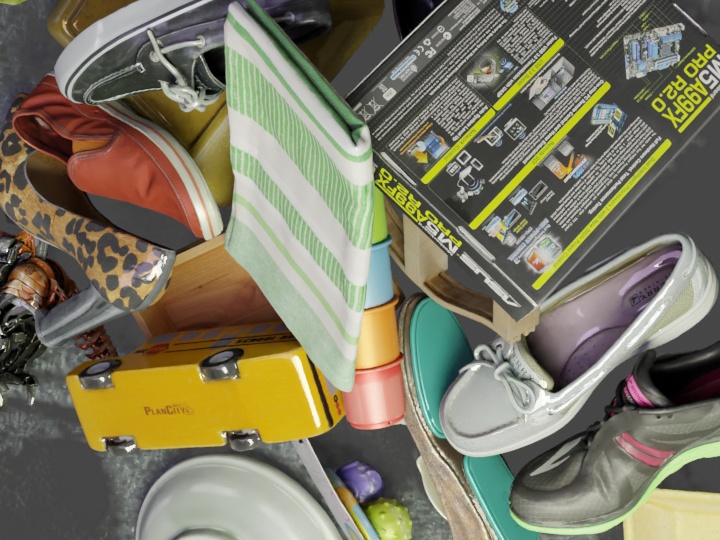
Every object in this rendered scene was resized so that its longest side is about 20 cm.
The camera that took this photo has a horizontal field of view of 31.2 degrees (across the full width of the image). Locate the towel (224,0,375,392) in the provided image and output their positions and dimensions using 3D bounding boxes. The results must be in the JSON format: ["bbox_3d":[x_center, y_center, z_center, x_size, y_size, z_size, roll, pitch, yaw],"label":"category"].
[{"bbox_3d":[-0.041,-0.042,0.769,0.153,0.023,0.201,50,149,34],"label":"towel"}]

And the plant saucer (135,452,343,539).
[{"bbox_3d":[-0.100,0.241,0.990,0.199,0.050,0.201,8,109,24],"label":"plant saucer"}]

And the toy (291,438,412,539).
[{"bbox_3d":[0.016,0.191,0.918,0.047,0.115,0.201,-27,89,-12],"label":"toy"}]

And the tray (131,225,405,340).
[{"bbox_3d":[-0.074,0.014,0.916,0.199,0.037,0.099,-22,101,33],"label":"tray"}]

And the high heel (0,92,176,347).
[{"bbox_3d":[-0.195,-0.057,0.931,0.142,0.071,0.201,-24,74,35],"label":"high heel"}]

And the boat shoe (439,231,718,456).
[{"bbox_3d":[0.129,0.045,0.807,0.202,0.065,0.075,-33,60,14],"label":"boat shoe"}]

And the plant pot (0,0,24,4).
[{"bbox_3d":[-0.280,-0.284,0.873,0.190,0.200,0.200,38,115,0],"label":"plant pot"}]

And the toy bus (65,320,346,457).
[{"bbox_3d":[-0.105,0.080,0.893,0.199,0.078,0.065,-7,110,30],"label":"toy bus"}]

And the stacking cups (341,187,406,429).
[{"bbox_3d":[0.000,0.000,0.825,0.060,0.060,0.201,-3,106,24],"label":"stacking cups"}]

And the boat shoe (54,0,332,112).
[{"bbox_3d":[-0.106,-0.137,0.817,0.199,0.074,0.068,-20,81,18],"label":"boat shoe"}]

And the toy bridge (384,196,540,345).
[{"bbox_3d":[0.042,-0.018,0.843,0.200,0.027,0.067,44,155,34],"label":"toy bridge"}]

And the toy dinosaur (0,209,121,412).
[{"bbox_3d":[-0.269,0.029,0.996,0.200,0.102,0.136,35,99,35],"label":"toy dinosaur"}]

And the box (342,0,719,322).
[{"bbox_3d":[0.103,-0.096,0.750,0.160,0.044,0.200,43,75,3],"label":"box"}]

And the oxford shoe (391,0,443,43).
[{"bbox_3d":[0.066,-0.103,0.819,0.071,0.073,0.201,-24,93,26],"label":"oxford shoe"}]

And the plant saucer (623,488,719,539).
[{"bbox_3d":[0.276,0.231,0.827,0.199,0.048,0.201,1,104,24],"label":"plant saucer"}]

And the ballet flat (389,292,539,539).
[{"bbox_3d":[0.056,0.114,0.888,0.067,0.068,0.201,-16,95,50],"label":"ballet flat"}]

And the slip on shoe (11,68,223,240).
[{"bbox_3d":[-0.165,-0.072,0.875,0.200,0.061,0.074,35,156,30],"label":"slip on shoe"}]

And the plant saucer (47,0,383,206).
[{"bbox_3d":[-0.117,-0.175,0.888,0.200,0.048,0.200,46,116,8],"label":"plant saucer"}]

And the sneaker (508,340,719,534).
[{"bbox_3d":[0.174,0.093,0.801,0.200,0.077,0.084,-33,121,9],"label":"sneaker"}]
